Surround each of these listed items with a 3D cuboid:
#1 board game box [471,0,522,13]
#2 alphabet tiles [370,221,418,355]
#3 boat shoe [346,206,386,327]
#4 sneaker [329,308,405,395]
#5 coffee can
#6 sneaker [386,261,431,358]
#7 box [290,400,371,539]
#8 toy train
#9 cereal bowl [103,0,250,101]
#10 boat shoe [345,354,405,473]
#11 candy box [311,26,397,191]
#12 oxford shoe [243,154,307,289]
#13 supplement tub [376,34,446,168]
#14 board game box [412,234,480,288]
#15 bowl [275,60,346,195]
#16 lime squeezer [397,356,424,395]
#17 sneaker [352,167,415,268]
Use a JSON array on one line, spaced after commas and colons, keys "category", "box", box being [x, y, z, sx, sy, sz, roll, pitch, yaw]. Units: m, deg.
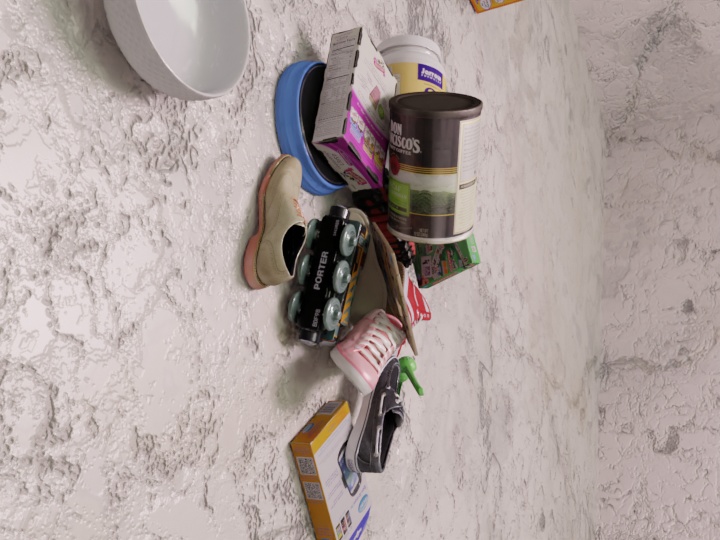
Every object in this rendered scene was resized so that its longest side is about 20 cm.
[{"category": "board game box", "box": [0.355, -0.812, 1.841, 0.200, 0.195, 0.205, 43, 48, -50]}, {"category": "alphabet tiles", "box": [0.045, 0.013, 1.142, 0.201, 0.007, 0.171, -117, -169, -65]}, {"category": "boat shoe", "box": [0.000, 0.000, 1.177, 0.060, 0.070, 0.205, -96, 175, -81]}, {"category": "sneaker", "box": [0.016, 0.108, 1.072, 0.076, 0.104, 0.200, 47, 3, -4]}, {"category": "coffee can", "box": [0.114, -0.163, 1.151, 0.146, 0.143, 0.205, -41, 136, -56]}, {"category": "sneaker", "box": [0.071, 0.098, 1.289, 0.113, 0.070, 0.204, 49, 42, -43]}, {"category": "box", "box": [-0.037, 0.311, 1.086, 0.119, 0.041, 0.205, -38, 121, -58]}, {"category": "toy train", "box": [-0.041, 0.012, 1.069, 0.114, 0.083, 0.205, 35, 66, -65]}, {"category": "cereal bowl", "box": [-0.210, -0.287, 0.812, 0.199, 0.081, 0.206, 15, 73, -60]}, {"category": "boat shoe", "box": [0.038, 0.215, 1.125, 0.073, 0.066, 0.202, 64, 36, -38]}, {"category": "candy box", "box": [-0.005, -0.246, 1.131, 0.136, 0.060, 0.205, 45, 48, -52]}, {"category": "oxford shoe", "box": [-0.098, -0.069, 0.996, 0.071, 0.072, 0.205, 41, 50, -52]}, {"category": "supplement tub", "box": [0.081, -0.289, 1.296, 0.145, 0.142, 0.206, 25, 64, -58]}, {"category": "board game box", "box": [0.136, -0.086, 1.331, 0.029, 0.133, 0.205, 3, 69, -43]}, {"category": "bowl", "box": [-0.060, -0.220, 1.130, 0.199, 0.038, 0.206, 19, 68, -60]}, {"category": "lime squeezer", "box": [0.077, 0.182, 1.231, 0.200, 0.037, 0.072, 120, -53, -71]}, {"category": "sneaker", "box": [0.055, -0.096, 1.290, 0.202, 0.069, 0.099, 59, 40, -37]}]
